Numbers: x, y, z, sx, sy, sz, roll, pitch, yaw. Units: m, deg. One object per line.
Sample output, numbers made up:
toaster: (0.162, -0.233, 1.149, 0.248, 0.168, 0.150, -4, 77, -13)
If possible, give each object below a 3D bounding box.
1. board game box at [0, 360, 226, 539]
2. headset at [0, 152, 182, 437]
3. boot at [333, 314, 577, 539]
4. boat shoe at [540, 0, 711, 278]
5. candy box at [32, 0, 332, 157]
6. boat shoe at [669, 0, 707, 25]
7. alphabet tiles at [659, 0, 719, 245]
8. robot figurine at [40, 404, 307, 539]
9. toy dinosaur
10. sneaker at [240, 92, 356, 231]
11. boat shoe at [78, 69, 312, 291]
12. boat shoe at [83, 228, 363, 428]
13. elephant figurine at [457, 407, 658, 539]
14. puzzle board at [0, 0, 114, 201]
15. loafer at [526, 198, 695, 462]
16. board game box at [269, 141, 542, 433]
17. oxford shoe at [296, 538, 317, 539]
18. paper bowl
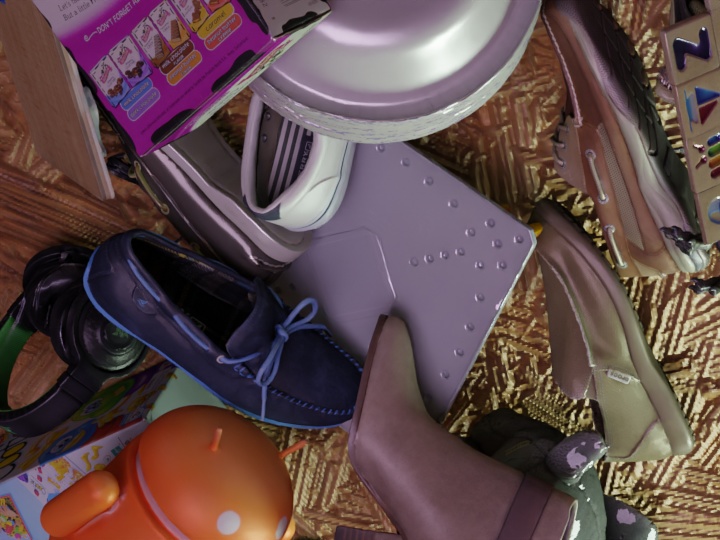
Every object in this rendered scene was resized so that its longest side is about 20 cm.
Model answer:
board game box: (-0.190, 0.156, 1.442, 0.200, 0.103, 0.105, -24, 108, 23)
headset: (-0.195, 0.017, 1.373, 0.200, 0.123, 0.094, -49, 125, 0)
boot: (0.063, 0.137, 1.275, 0.146, 0.070, 0.201, 9, 89, 15)
boat shoe: (0.151, -0.078, 1.262, 0.072, 0.076, 0.200, -19, 107, 24)
candy box: (-0.126, -0.184, 1.132, 0.136, 0.061, 0.200, -35, 90, 42)
boat shoe: (0.217, -0.159, 1.209, 0.072, 0.066, 0.201, -3, 115, 13)
alphabet tiles: (0.247, -0.136, 1.183, 0.167, 0.008, 0.200, -24, 112, -22)
robot figurine: (-0.123, 0.165, 1.305, 0.144, 0.117, 0.200, 41, 116, -9)
toy dinosaur: (0.227, -0.032, 1.231, 0.088, 0.047, 0.200, -47, 121, -11)
sneaker: (-0.027, -0.122, 1.258, 0.073, 0.071, 0.201, 10, 95, 22)
boat shoe: (-0.119, -0.070, 1.324, 0.202, 0.072, 0.060, 47, 121, 6)
boat shoe: (-0.080, 0.041, 1.283, 0.200, 0.084, 0.069, 24, 147, -17)
elephant figurine: (0.132, 0.198, 1.376, 0.141, 0.155, 0.200, -38, 111, -2)
puzzle board: (-0.207, -0.153, 1.294, 0.017, 0.151, 0.200, -21, 112, -19)
loafer: (0.150, 0.047, 1.313, 0.067, 0.076, 0.200, -29, 106, 3)
board game box: (0.000, 0.000, 1.330, 0.200, 0.026, 0.200, 36, 120, 18)
oxford shoe: (-0.056, 0.297, 1.494, 0.071, 0.071, 0.200, 10, 118, 8)
paper bowl: (0.009, -0.181, 1.181, 0.200, 0.104, 0.201, 0, 81, 0)
